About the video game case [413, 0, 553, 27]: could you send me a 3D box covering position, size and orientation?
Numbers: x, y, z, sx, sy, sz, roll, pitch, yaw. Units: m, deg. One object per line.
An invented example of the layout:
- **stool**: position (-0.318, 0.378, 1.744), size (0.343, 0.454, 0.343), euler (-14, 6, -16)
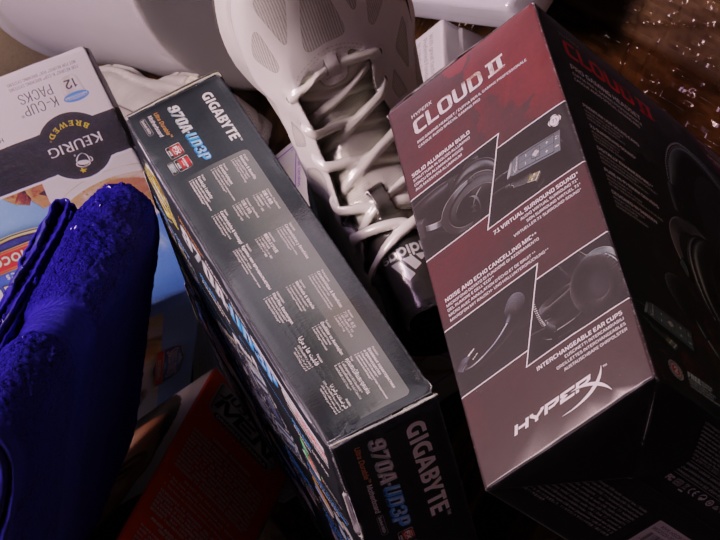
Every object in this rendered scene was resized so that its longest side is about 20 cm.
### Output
- **video game case**: position (0.065, -0.196, 1.162), size (0.183, 0.022, 0.200), euler (-58, 30, -9)

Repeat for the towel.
- **towel**: position (-0.130, 0.068, 0.979), size (0.200, 0.049, 0.148), euler (-67, -10, -59)

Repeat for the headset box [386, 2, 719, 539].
- **headset box**: position (0.095, 0.011, 0.908), size (0.077, 0.149, 0.201), euler (-35, 43, 24)

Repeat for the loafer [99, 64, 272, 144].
- **loafer**: position (-0.110, -0.060, 1.266), size (0.070, 0.070, 0.200), euler (-57, 21, -10)

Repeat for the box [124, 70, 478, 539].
- **box**: position (-0.019, 0.041, 0.996), size (0.046, 0.159, 0.200), euler (-27, 48, -9)

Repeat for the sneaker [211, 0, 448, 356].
- **sneaker**: position (0.011, -0.045, 0.967), size (0.075, 0.201, 0.116), euler (-27, 46, -4)

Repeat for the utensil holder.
- **utensil holder**: position (-0.100, -0.181, 1.309), size (0.200, 0.169, 0.171), euler (21, 90, 57)

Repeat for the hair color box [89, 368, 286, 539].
- **hair color box**: position (-0.106, 0.139, 1.072), size (0.101, 0.061, 0.200), euler (-35, 16, 33)

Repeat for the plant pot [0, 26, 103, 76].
- **plant pot**: position (-0.206, -0.154, 1.480), size (0.200, 0.134, 0.201), euler (-39, 39, 41)

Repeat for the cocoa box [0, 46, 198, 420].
- **cocoa box**: position (-0.159, 0.016, 1.175), size (0.132, 0.133, 0.200), euler (63, 164, 19)

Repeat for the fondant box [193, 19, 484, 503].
- **fondant box**: position (0.000, 0.000, 1.156), size (0.200, 0.058, 0.145), euler (-37, 44, 42)
